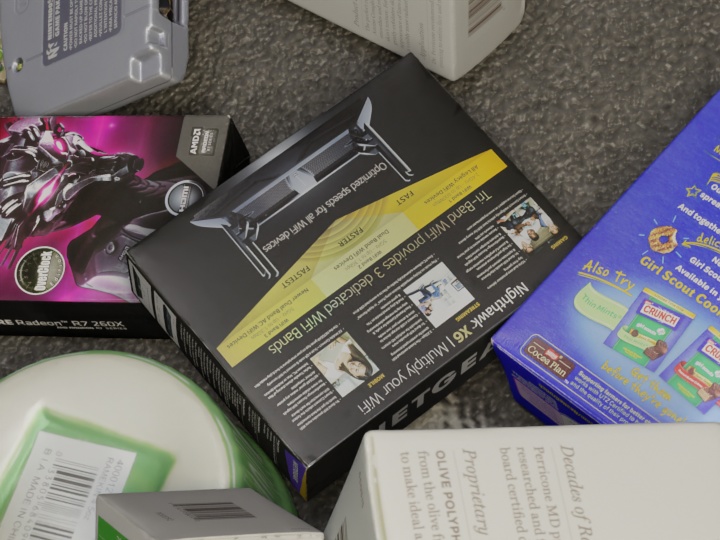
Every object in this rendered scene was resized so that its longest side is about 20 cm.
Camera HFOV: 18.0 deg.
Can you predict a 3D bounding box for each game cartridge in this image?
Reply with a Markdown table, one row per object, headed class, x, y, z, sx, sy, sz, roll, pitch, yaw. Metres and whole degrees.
| class | x | y | z | sx | sy | sz | roll | pitch | yaw |
| --- | --- | --- | --- | --- | --- | --- | --- | --- | --- |
| game cartridge | -0.161 | -0.185 | 1.368 | 0.132 | 0.041 | 0.201 | -15 | 65 | 32 |

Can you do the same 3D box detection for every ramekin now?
| class | x | y | z | sx | sy | sz | roll | pitch | yaw |
| --- | --- | --- | --- | --- | --- | --- | --- | --- | --- |
| ramekin | -0.135 | 0.140 | 1.174 | 0.199 | 0.098 | 0.201 | -6 | 60 | 11 |

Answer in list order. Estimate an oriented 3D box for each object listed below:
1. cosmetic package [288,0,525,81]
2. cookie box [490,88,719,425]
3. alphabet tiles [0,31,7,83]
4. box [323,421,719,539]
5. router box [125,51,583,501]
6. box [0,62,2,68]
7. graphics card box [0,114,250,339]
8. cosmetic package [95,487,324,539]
| class | x | y | z | sx | sy | sz | roll | pitch | yaw |
| --- | --- | --- | --- | --- | --- | --- | --- | --- | --- |
| cosmetic package | -0.003 | -0.201 | 1.330 | 0.199 | 0.102 | 0.074 | 31 | 55 | 27 |
| cookie box | 0.198 | 0.026 | 1.167 | 0.171 | 0.075 | 0.200 | 37 | 75 | 29 |
| alphabet tiles | -0.268 | -0.203 | 1.436 | 0.166 | 0.006 | 0.201 | 22 | 68 | 8 |
| box | 0.075 | 0.197 | 1.003 | 0.170 | 0.199 | 0.201 | -1 | 58 | -15 |
| router box | 0.000 | 0.000 | 1.217 | 0.200 | 0.052 | 0.157 | -35 | 70 | -16 |
| box | -0.289 | -0.034 | 1.304 | 0.136 | 0.040 | 0.201 | -3 | 63 | 45 |
| graphics card box | -0.170 | -0.025 | 1.308 | 0.199 | 0.051 | 0.126 | 2 | 61 | 15 |
| cosmetic package | -0.072 | 0.209 | 1.049 | 0.084 | 0.108 | 0.202 | 0 | 95 | -22 |
